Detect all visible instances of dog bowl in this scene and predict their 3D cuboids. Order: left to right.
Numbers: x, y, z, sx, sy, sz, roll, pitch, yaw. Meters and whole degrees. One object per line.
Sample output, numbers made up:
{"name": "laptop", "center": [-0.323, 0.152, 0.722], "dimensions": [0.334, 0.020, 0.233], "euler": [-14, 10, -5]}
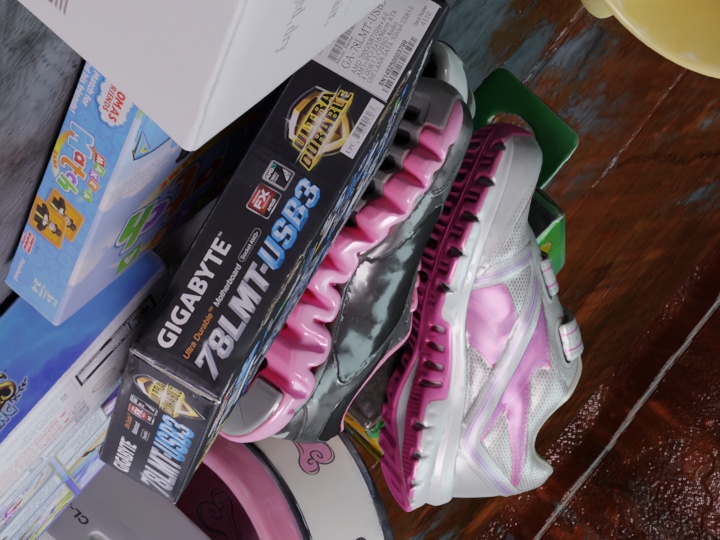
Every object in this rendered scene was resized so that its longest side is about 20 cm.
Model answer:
{"name": "dog bowl", "center": [-0.074, 0.157, 1.568], "dimensions": [0.074, 0.200, 0.201], "euler": [-17, 149, -45]}

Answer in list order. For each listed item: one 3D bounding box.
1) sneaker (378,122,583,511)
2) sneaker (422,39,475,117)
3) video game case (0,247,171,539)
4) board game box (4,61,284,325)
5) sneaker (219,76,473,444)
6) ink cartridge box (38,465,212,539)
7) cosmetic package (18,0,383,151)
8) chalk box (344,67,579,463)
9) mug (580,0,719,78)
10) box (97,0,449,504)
{"name": "sneaker", "center": [0.069, 0.025, 1.446], "dimensions": [0.081, 0.088, 0.201], "euler": [-130, -133, -66]}
{"name": "sneaker", "center": [-0.015, -0.037, 1.453], "dimensions": [0.201, 0.074, 0.089], "euler": [-58, 169, -10]}
{"name": "video game case", "center": [-0.160, 0.079, 1.323], "dimensions": [0.200, 0.045, 0.181], "euler": [-48, 168, -9]}
{"name": "board game box", "center": [-0.065, -0.083, 1.183], "dimensions": [0.151, 0.037, 0.200], "euler": [-41, 167, -40]}
{"name": "sneaker", "center": [0.000, 0.000, 1.403], "dimensions": [0.095, 0.079, 0.201], "euler": [25, 99, -49]}
{"name": "ink cartridge box", "center": [-0.149, 0.208, 1.529], "dimensions": [0.083, 0.146, 0.200], "euler": [-34, 161, -50]}
{"name": "cosmetic package", "center": [-0.021, -0.176, 0.709], "dimensions": [0.200, 0.167, 0.167], "euler": [-43, 167, -34]}
{"name": "chalk box", "center": [0.032, -0.015, 1.555], "dimensions": [0.200, 0.125, 0.124], "euler": [-47, 169, -7]}
{"name": "mug", "center": [0.208, -0.217, 1.639], "dimensions": [0.153, 0.186, 0.150], "euler": [-53, 139, -31]}
{"name": "box", "center": [-0.040, -0.012, 1.236], "dimensions": [0.199, 0.050, 0.200], "euler": [-58, 178, -18]}
